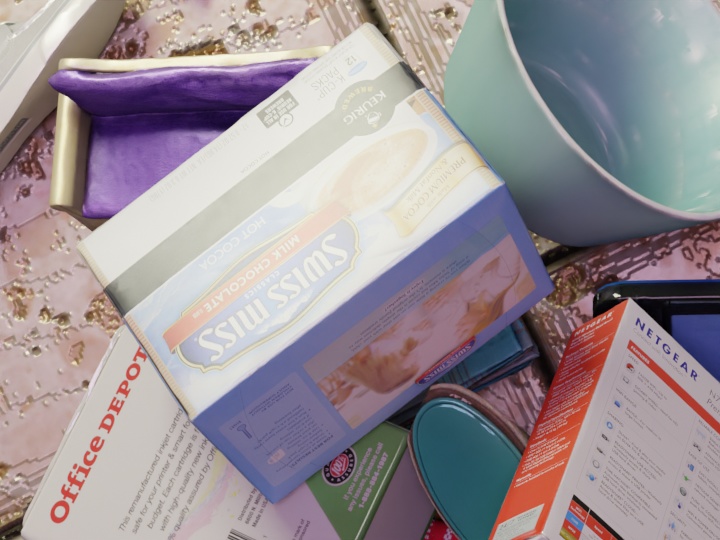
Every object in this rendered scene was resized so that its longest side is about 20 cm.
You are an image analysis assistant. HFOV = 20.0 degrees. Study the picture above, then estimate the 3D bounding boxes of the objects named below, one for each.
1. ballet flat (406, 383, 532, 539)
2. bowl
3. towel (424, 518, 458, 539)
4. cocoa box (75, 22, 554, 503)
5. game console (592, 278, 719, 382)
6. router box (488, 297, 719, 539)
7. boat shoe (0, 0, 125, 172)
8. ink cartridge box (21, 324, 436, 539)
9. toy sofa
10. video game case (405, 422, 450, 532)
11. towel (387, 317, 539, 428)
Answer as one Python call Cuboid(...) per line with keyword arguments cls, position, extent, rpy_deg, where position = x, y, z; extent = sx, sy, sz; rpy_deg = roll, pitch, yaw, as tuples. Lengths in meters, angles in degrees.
Cuboid(cls="ballet flat", position=(0.096, 0.141, 1.109), extent=(0.067, 0.062, 0.200), rpy_deg=(-36, 94, 20))
Cuboid(cls="bowl", position=(0.125, -0.095, 1.164), extent=(0.105, 0.200, 0.202), rpy_deg=(-37, 80, 44))
Cuboid(cls="towel", position=(-0.033, 0.199, 1.219), extent=(0.199, 0.022, 0.146), rpy_deg=(17, 90, 10))
Cuboid(cls="cocoa box", position=(-0.021, -0.001, 1.077), extent=(0.200, 0.133, 0.131), rpy_deg=(-37, 59, -2))
Cuboid(cls="game console", position=(0.234, 0.094, 1.161), extent=(0.198, 0.171, 0.119), rpy_deg=(-1, 60, 9))
Cuboid(cls="router box", position=(0.173, 0.145, 1.083), extent=(0.200, 0.180, 0.049), rpy_deg=(43, 134, -14))
Cuboid(cls="boat shoe", position=(-0.227, -0.119, 1.274), extent=(0.068, 0.072, 0.200), rpy_deg=(42, 103, 9))
Cuboid(cls="ink cartridge box", position=(-0.071, 0.132, 1.161), extent=(0.199, 0.084, 0.146), rpy_deg=(21, 78, 27))
Cuboid(cls="toy sofa", position=(-0.086, -0.075, 1.213), extent=(0.198, 0.098, 0.083), rpy_deg=(-1, 76, 14))
Cuboid(cls="video game case", position=(0.008, 0.174, 1.237), extent=(0.200, 0.025, 0.181), rpy_deg=(-42, 82, 6))
Cuboid(cls="towel", position=(0.000, 0.000, 1.232), extent=(0.146, 0.022, 0.201), rpy_deg=(-29, 72, 6))
